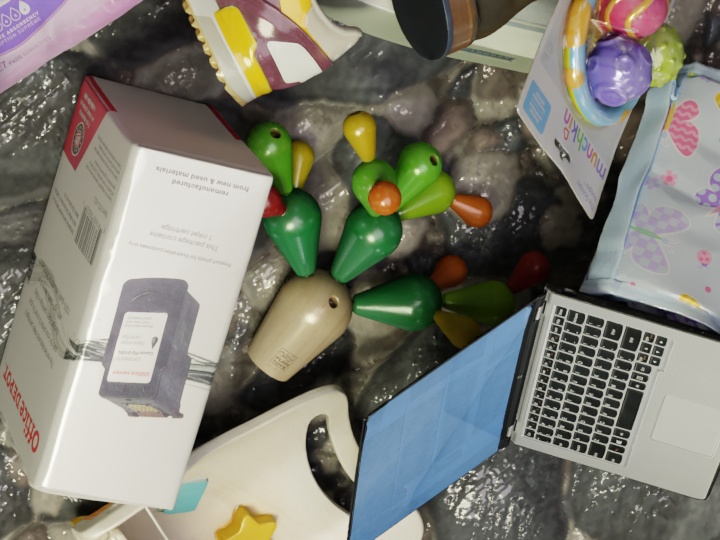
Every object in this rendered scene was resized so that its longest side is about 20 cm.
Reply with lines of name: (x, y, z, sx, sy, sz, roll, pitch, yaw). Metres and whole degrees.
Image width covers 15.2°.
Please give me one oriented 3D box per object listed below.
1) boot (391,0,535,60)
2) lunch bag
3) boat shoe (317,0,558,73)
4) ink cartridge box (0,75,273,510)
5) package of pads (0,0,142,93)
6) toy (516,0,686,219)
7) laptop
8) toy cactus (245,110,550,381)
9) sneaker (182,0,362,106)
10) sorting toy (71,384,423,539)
boot: (0.061, -0.221, 1.457, 0.097, 0.075, 0.201, -22, 123, -29)
lunch bag: (0.218, -0.003, 1.581, 0.200, 0.127, 0.170, 37, 58, -30)
boat shoe: (0.058, -0.162, 1.544, 0.200, 0.070, 0.072, 13, 83, -18)
ink cartridge box: (-0.130, 0.012, 1.496, 0.084, 0.145, 0.201, 12, 105, -21)
package of pads: (-0.217, -0.156, 1.448, 0.200, 0.076, 0.121, -33, 116, -4)
toy: (0.156, -0.142, 1.515, 0.115, 0.047, 0.201, 49, 53, -48)
laptop: (0.107, 0.106, 1.537, 0.199, 0.188, 0.116, 17, 61, 5)
toy cactus: (0.000, 0.000, 1.570, 0.200, 0.102, 0.165, 30, 108, -32)
sneaker: (-0.071, -0.195, 1.466, 0.090, 0.075, 0.201, -24, 101, -1)
sorting toy: (-0.057, 0.162, 1.603, 0.180, 0.107, 0.200, -36, 116, -10)
